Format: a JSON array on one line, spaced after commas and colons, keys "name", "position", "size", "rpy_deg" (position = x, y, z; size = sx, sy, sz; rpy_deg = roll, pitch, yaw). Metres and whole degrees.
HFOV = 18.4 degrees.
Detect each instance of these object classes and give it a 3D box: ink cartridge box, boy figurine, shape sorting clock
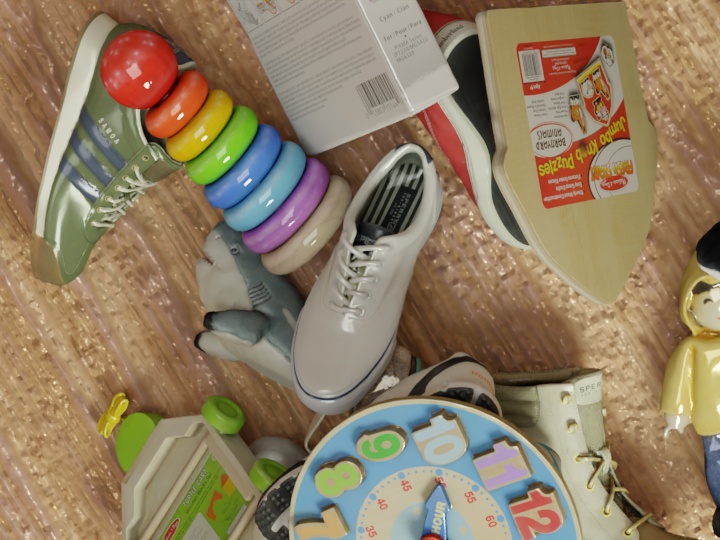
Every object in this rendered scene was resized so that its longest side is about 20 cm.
[{"name": "ink cartridge box", "position": [-0.027, -0.175, 1.494], "size": [0.045, 0.200, 0.177], "rpy_deg": [-30, 96, -21]}, {"name": "boy figurine", "position": [0.269, 0.080, 1.554], "size": [0.123, 0.064, 0.202], "rpy_deg": [-8, 102, 14]}, {"name": "shape sorting clock", "position": [0.048, 0.178, 1.454], "size": [0.198, 0.039, 0.202], "rpy_deg": [3, 106, 11]}]

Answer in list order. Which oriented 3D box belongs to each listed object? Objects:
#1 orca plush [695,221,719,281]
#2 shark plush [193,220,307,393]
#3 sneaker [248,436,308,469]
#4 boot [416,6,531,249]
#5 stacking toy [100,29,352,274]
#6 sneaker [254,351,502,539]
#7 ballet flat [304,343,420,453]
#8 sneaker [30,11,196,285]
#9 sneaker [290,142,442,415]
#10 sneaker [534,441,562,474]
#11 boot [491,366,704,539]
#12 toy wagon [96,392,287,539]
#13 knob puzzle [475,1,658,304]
[{"name": "orca plush", "position": [0.330, -0.002, 1.496], "size": [0.199, 0.105, 0.071], "rpy_deg": [28, 134, 4]}, {"name": "shark plush", "position": [-0.033, 0.043, 1.602], "size": [0.199, 0.091, 0.084], "rpy_deg": [25, 74, 9]}, {"name": "sneaker", "position": [-0.066, 0.226, 1.629], "size": [0.075, 0.088, 0.202], "rpy_deg": [4, 101, 11]}, {"name": "boot", "position": [0.066, -0.112, 1.555], "size": [0.072, 0.144, 0.201], "rpy_deg": [-39, 129, -13]}, {"name": "stacking toy", "position": [-0.102, -0.088, 1.551], "size": [0.200, 0.085, 0.085], "rpy_deg": [41, 105, -17]}, {"name": "sneaker", "position": [0.015, 0.127, 1.512], "size": [0.199, 0.080, 0.074], "rpy_deg": [-32, 108, 18]}, {"name": "ballet flat", "position": [-0.011, 0.144, 1.575], "size": [0.067, 0.068, 0.202], "rpy_deg": [11, 98, -9]}, {"name": "sneaker", "position": [-0.174, -0.078, 1.600], "size": [0.089, 0.067, 0.202], "rpy_deg": [16, 100, 12]}, {"name": "sneaker", "position": [0.000, 0.000, 1.533], "size": [0.072, 0.071, 0.201], "rpy_deg": [14, 66, 15]}, {"name": "sneaker", "position": [0.115, 0.216, 1.521], "size": [0.076, 0.081, 0.202], "rpy_deg": [2, 97, 30]}, {"name": "boot", "position": [0.171, 0.148, 1.565], "size": [0.199, 0.072, 0.156], "rpy_deg": [3, 99, 30]}, {"name": "toy wagon", "position": [-0.126, 0.166, 1.618], "size": [0.200, 0.039, 0.156], "rpy_deg": [50, 117, 35]}, {"name": "knob puzzle", "position": [0.139, -0.076, 1.489], "size": [0.030, 0.219, 0.221], "rpy_deg": [-9, 100, 37]}]
